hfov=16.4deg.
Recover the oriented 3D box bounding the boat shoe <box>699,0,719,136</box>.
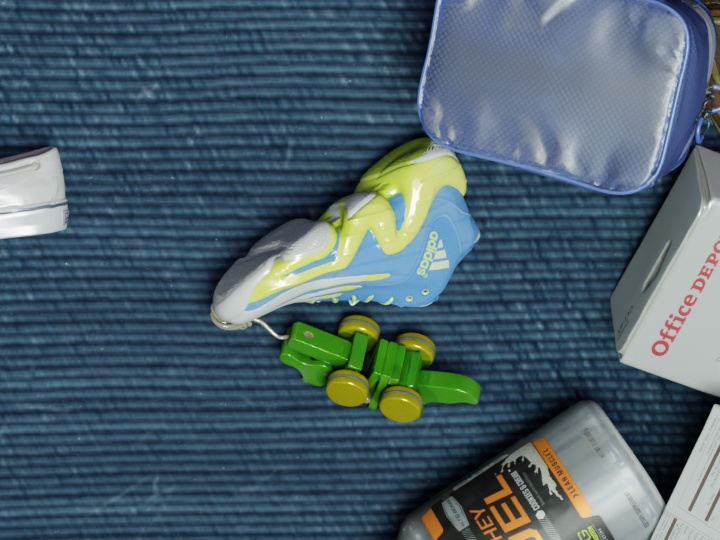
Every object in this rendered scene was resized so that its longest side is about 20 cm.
[{"bbox_3d":[0.286,-0.104,1.748,0.072,0.068,0.200,-45,106,1],"label":"boat shoe"}]

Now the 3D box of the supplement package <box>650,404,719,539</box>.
[{"bbox_3d":[0.305,0.196,1.745,0.200,0.111,0.156,15,103,-52],"label":"supplement package"}]

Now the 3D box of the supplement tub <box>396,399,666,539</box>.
[{"bbox_3d":[0.113,0.192,1.759,0.199,0.123,0.123,-34,105,0],"label":"supplement tub"}]

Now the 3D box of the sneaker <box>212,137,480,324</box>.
[{"bbox_3d":[0.000,0.000,1.721,0.199,0.076,0.105,-34,107,-5],"label":"sneaker"}]

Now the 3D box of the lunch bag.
[{"bbox_3d":[0.149,-0.135,1.674,0.199,0.132,0.137,17,104,12],"label":"lunch bag"}]

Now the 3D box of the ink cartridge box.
[{"bbox_3d":[0.294,0.018,1.749,0.199,0.084,0.146,20,119,-13],"label":"ink cartridge box"}]

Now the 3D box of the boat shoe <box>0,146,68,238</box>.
[{"bbox_3d":[-0.297,-0.052,1.676,0.199,0.074,0.066,-6,99,-18],"label":"boat shoe"}]

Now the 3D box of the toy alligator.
[{"bbox_3d":[-0.015,0.067,1.753,0.199,0.060,0.054,17,143,-5],"label":"toy alligator"}]
